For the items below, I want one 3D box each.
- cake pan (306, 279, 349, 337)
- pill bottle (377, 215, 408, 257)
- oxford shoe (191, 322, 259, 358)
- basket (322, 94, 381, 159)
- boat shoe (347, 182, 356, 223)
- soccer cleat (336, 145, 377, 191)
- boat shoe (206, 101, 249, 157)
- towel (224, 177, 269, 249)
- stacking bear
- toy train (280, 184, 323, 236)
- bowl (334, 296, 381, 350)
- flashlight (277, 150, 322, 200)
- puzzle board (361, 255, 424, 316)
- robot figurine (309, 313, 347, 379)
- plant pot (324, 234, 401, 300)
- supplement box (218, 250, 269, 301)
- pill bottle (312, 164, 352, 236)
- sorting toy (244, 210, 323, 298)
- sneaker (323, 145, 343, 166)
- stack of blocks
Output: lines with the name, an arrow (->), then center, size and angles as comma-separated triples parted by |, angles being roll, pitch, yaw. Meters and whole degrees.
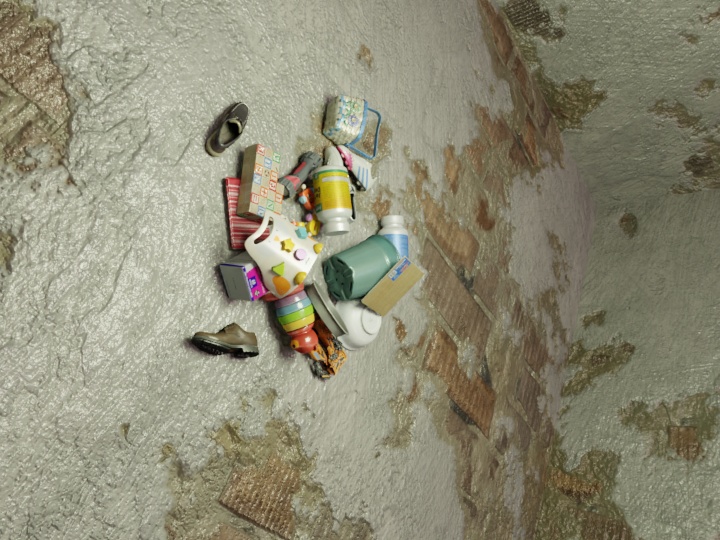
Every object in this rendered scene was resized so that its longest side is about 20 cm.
cake pan -> -0.103, 0.120, 1.693 | 0.037, 0.200, 0.201 | -33, 117, 1
pill bottle -> 0.117, -0.091, 1.998 | 0.112, 0.112, 0.202 | 5, 82, -48
oxford shoe -> -0.358, 0.178, 1.470 | 0.199, 0.072, 0.085 | 19, 55, -48
basket -> -0.019, -0.486, 1.880 | 0.199, 0.139, 0.178 | 17, 72, -37
boat shoe -> -0.047, -0.255, 1.867 | 0.072, 0.068, 0.202 | 9, 75, -46
soccer cleat -> -0.013, -0.364, 1.911 | 0.086, 0.070, 0.200 | -43, 128, -10
boat shoe -> -0.354, -0.398, 1.546 | 0.072, 0.064, 0.201 | 48, 51, -30
towel -> -0.320, -0.162, 1.585 | 0.144, 0.022, 0.202 | -4, 90, -51
stacking bear -> -0.183, 0.143, 1.608 | 0.113, 0.121, 0.202 | -24, 96, -53
toy train -> -0.187, -0.162, 1.714 | 0.151, 0.055, 0.200 | 59, 44, -23
bowl -> 0.006, 0.164, 1.855 | 0.200, 0.090, 0.203 | 8, 79, -48
flashlight -> -0.196, -0.298, 1.717 | 0.068, 0.068, 0.201 | 49, 46, -21
puzzle board -> 0.104, 0.051, 1.796 | 0.200, 0.017, 0.151 | -47, 142, 5
robot figurine -> -0.112, 0.242, 1.734 | 0.145, 0.058, 0.201 | -52, 121, -38
plant pot -> 0.000, 0.000, 1.809 | 0.195, 0.199, 0.202 | -18, 98, -40
supplement box -> -0.275, -0.006, 1.544 | 0.200, 0.103, 0.102 | -36, 122, -46
pill bottle -> -0.085, -0.213, 1.718 | 0.112, 0.112, 0.202 | 0, 81, -48
sorting toy -> -0.212, -0.062, 1.481 | 0.180, 0.106, 0.201 | 40, 61, -25
sneaker -> -0.103, -0.312, 1.813 | 0.084, 0.073, 0.202 | -3, 77, -29
stack of blocks -> -0.278, -0.241, 1.581 | 0.115, 0.058, 0.202 | 18, 72, -49
